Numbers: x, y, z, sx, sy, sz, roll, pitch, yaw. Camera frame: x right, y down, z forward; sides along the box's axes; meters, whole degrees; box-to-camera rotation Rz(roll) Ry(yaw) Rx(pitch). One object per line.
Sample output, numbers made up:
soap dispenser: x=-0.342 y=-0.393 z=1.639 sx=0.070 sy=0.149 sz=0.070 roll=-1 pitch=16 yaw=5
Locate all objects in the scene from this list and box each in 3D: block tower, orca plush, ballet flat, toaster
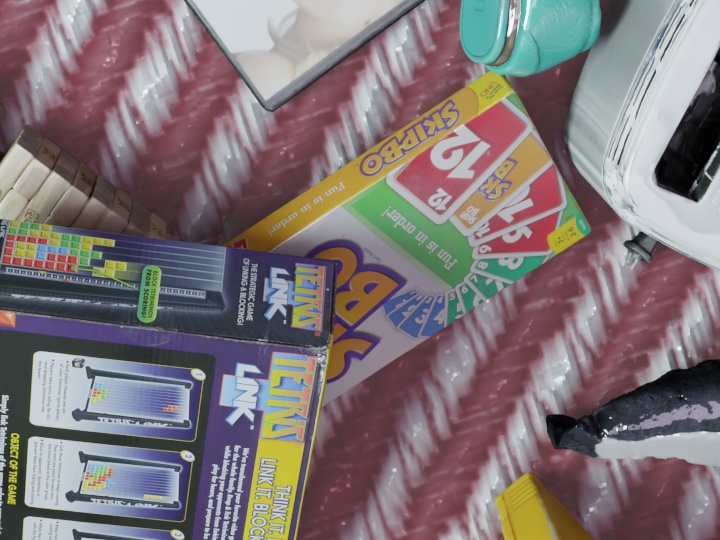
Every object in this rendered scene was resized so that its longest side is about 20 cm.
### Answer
block tower: x=-0.175 y=-0.046 z=1.158 sx=0.200 sy=0.054 sz=0.058 roll=37 pitch=98 yaw=-10
orca plush: x=0.185 y=0.059 z=1.208 sx=0.198 sy=0.072 sz=0.105 roll=-4 pitch=148 yaw=3
ballet flat: x=0.083 y=-0.185 z=1.119 sx=0.070 sy=0.067 sz=0.202 roll=-5 pitch=106 yaw=-27
toaster: x=0.162 y=-0.081 z=1.125 sx=0.113 sy=0.129 sz=0.201 roll=28 pitch=101 yaw=-8

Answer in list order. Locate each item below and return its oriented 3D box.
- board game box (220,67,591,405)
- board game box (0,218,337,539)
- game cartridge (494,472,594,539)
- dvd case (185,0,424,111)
board game box: x=0.000 y=0.000 z=1.165 sx=0.199 sy=0.030 sz=0.096 roll=-31 pitch=130 yaw=3
board game box: x=-0.104 y=0.071 z=1.142 sx=0.164 sy=0.057 sz=0.201 roll=7 pitch=136 yaw=-5
game cartridge: x=0.130 y=0.186 z=1.152 sx=0.032 sy=0.200 sz=0.177 roll=-40 pitch=102 yaw=5
dvd case: x=-0.003 y=-0.184 z=1.150 sx=0.199 sy=0.018 sz=0.143 roll=-36 pitch=102 yaw=6
